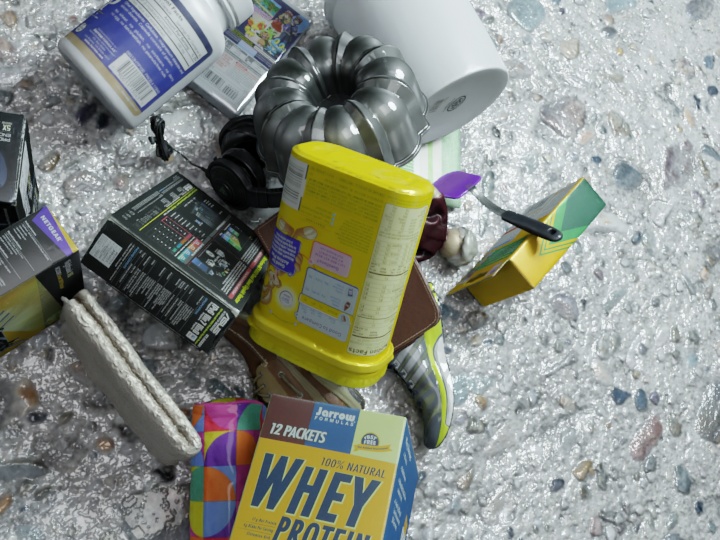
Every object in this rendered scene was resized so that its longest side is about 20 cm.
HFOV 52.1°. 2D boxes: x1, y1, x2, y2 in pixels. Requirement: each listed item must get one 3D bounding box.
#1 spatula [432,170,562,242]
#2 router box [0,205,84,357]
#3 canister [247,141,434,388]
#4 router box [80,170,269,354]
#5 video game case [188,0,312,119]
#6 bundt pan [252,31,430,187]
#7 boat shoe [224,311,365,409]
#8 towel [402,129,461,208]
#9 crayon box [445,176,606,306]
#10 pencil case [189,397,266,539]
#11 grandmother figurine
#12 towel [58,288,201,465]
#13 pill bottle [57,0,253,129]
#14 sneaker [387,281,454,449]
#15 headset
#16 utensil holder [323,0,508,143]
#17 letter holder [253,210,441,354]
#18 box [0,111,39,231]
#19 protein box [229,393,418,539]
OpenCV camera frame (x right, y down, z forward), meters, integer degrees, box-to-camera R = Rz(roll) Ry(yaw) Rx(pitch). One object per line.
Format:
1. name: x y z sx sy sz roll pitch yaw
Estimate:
1. spatula: 0.168 -0.081 0.921 0.056 0.021 0.200 -40 53 -23
2. router box: -0.342 0.031 0.690 0.157 0.200 0.052 -37 88 -24
3. canister: -0.020 -0.008 0.715 0.148 0.201 0.086 23 24 19
4. router box: -0.178 -0.016 0.775 0.150 0.200 0.062 37 109 -8
5. video game case: -0.188 -0.317 0.934 0.200 0.023 0.183 36 67 -8
6. bundt pan: -0.027 -0.180 0.793 0.200 0.076 0.203 -6 56 9
7. boat shoe: -0.087 0.122 0.835 0.200 0.076 0.074 38 71 -6
8. towel: 0.042 -0.168 0.985 0.199 0.023 0.154 6 75 -21
9. crayon box: 0.214 -0.025 0.957 0.200 0.126 0.052 -43 94 -24
10. pencil case: -0.140 0.237 0.783 0.088 0.088 0.201 4 78 -20
11. grandmother figurine: 0.066 -0.058 0.943 0.199 0.061 0.122 22 113 -19
12. towel: -0.238 0.114 0.746 0.034 0.132 0.200 -38 91 -28
13. pill bottle: -0.224 -0.266 0.830 0.200 0.120 0.120 -43 94 -10
14. sneaker: 0.065 0.118 0.905 0.080 0.074 0.201 -8 79 -3
15. headset: -0.141 -0.137 0.853 0.199 0.094 0.124 5 48 4
16. utensil holder: 0.072 -0.285 0.928 0.169 0.170 0.201 -22 76 -24
17. letter holder: 0.000 0.000 0.835 0.142 0.101 0.201 -34 81 15
18. box: -0.400 -0.079 0.695 0.163 0.200 0.087 6 74 -20
19. protein box: -0.030 0.258 0.720 0.134 0.199 0.201 8 62 12
